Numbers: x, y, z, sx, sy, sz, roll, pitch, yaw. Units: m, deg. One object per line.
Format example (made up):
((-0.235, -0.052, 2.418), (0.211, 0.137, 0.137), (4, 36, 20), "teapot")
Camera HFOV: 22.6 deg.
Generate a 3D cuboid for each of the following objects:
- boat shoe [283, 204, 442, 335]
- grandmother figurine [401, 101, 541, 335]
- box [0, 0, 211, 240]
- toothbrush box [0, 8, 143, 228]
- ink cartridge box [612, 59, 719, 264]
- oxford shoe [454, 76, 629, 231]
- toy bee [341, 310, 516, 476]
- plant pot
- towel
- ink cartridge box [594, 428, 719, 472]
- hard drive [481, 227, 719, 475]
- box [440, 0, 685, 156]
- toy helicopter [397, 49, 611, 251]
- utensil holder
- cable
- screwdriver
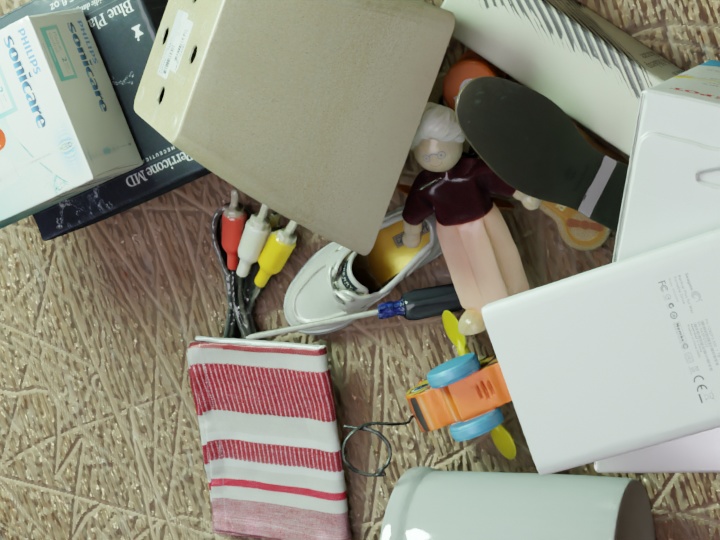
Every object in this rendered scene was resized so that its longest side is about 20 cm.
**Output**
((0.000, 0.000, 1.571), (0.199, 0.070, 0.071), (-30, 87, 30), "boat shoe")
((0.087, -0.047, 1.463), (0.120, 0.061, 0.201), (-21, 117, 8), "grandmother figurine")
((-0.220, -0.159, 1.616), (0.195, 0.117, 0.202), (-21, 93, 27), "box")
((-0.307, -0.119, 1.553), (0.198, 0.085, 0.148), (-20, 93, 27), "toothbrush box")
((0.291, -0.063, 1.349), (0.145, 0.200, 0.148), (15, 108, 21), "ink cartridge box")
((0.146, -0.093, 1.421), (0.199, 0.071, 0.072), (31, 100, -27), "oxford shoe")
((0.080, 0.099, 1.552), (0.197, 0.109, 0.133), (-3, 96, -1), "toy bee")
((-0.068, -0.153, 1.444), (0.200, 0.175, 0.202), (38, 110, 62), "plant pot")
((-0.084, 0.160, 1.657), (0.142, 0.023, 0.202), (3, 112, 24), "towel")
((0.253, 0.076, 1.398), (0.127, 0.200, 0.127), (-4, 100, 26), "ink cartridge box")
((0.198, 0.059, 1.292), (0.198, 0.026, 0.133), (-19, 93, 27), "hard drive")
((0.164, -0.177, 1.452), (0.199, 0.082, 0.069), (35, 113, 13), "box")
((0.121, -0.081, 1.499), (0.199, 0.079, 0.133), (39, 108, -1), "toy helicopter")
((0.135, 0.250, 1.512), (0.198, 0.170, 0.172), (-3, 100, 23), "utensil holder")
((-0.114, 0.021, 1.642), (0.096, 0.050, 0.202), (25, 111, 24), "cable")
((0.000, 0.041, 1.544), (0.198, 0.029, 0.028), (-13, 116, -14), "screwdriver")
